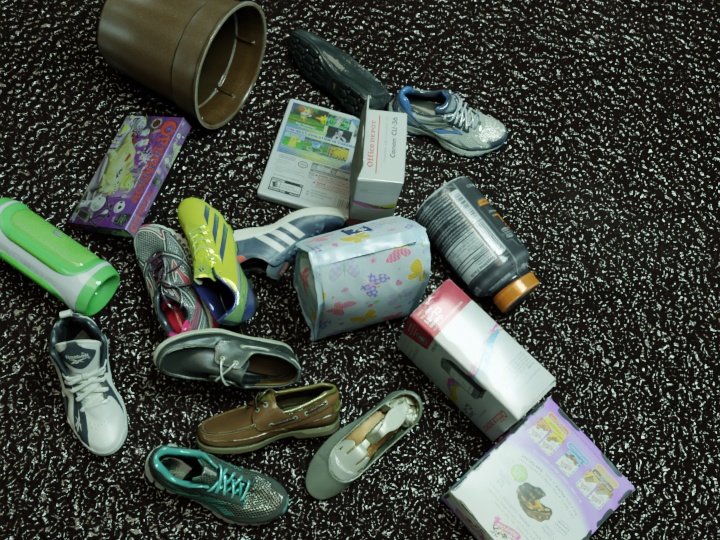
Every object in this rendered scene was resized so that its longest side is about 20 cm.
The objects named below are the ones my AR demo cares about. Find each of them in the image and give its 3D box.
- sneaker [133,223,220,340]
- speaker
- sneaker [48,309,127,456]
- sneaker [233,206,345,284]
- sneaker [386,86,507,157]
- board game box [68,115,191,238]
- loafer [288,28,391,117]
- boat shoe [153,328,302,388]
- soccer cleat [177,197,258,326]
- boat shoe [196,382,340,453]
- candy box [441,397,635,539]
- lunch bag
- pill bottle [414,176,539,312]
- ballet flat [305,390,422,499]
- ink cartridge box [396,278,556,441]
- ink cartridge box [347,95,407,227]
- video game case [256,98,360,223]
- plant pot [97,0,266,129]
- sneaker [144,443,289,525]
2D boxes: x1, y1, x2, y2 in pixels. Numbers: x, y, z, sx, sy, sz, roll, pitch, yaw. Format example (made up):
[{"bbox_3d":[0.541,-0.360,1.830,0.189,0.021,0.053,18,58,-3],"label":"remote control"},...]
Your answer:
[{"bbox_3d":[-0.267,0.017,1.195,0.081,0.075,0.200,-37,72,14],"label":"sneaker"},{"bbox_3d":[-0.443,-0.020,1.198,0.200,0.088,0.089,33,68,7],"label":"speaker"},{"bbox_3d":[-0.364,0.141,1.118,0.079,0.130,0.200,-10,70,-10],"label":"sneaker"},{"bbox_3d":[-0.111,-0.029,1.251,0.199,0.075,0.085,-18,69,-3],"label":"sneaker"},{"bbox_3d":[0.143,-0.244,1.359,0.199,0.085,0.077,13,67,-2],"label":"sneaker"},{"bbox_3d":[-0.343,-0.144,1.263,0.120,0.032,0.200,9,64,25],"label":"board game box"},{"bbox_3d":[-0.035,-0.326,1.386,0.200,0.068,0.070,43,51,13],"label":"loafer"},{"bbox_3d":[-0.177,0.125,1.147,0.199,0.068,0.072,7,110,-22],"label":"boat shoe"},{"bbox_3d":[-0.209,-0.016,1.180,0.065,0.084,0.201,-33,78,28],"label":"soccer cleat"},{"bbox_3d":[-0.125,0.192,1.147,0.199,0.068,0.072,-10,31,-19],"label":"boat shoe"},{"bbox_3d":[0.240,0.304,1.156,0.200,0.072,0.168,-38,77,-20],"label":"candy box"},{"bbox_3d":[0.000,0.000,1.181,0.169,0.200,0.127,-15,71,-12],"label":"lunch bag"},{"bbox_3d":[0.179,-0.034,1.268,0.106,0.106,0.200,-33,76,-18],"label":"pill bottle"},{"bbox_3d":[0.006,0.233,1.157,0.200,0.064,0.067,-40,90,-20],"label":"ballet flat"},{"bbox_3d":[0.154,0.126,1.176,0.086,0.148,0.200,-40,77,-19],"label":"ink cartridge box"},{"bbox_3d":[0.025,-0.150,1.220,0.067,0.200,0.117,5,68,-4],"label":"ink cartridge box"},{"bbox_3d":[-0.042,-0.168,1.341,0.199,0.022,0.183,16,67,1],"label":"video game case"},{"bbox_3d":[-0.279,-0.350,1.302,0.198,0.200,0.201,26,67,11],"label":"plant pot"},{"bbox_3d":[-0.190,0.278,1.104,0.199,0.091,0.078,17,68,0],"label":"sneaker"}]
